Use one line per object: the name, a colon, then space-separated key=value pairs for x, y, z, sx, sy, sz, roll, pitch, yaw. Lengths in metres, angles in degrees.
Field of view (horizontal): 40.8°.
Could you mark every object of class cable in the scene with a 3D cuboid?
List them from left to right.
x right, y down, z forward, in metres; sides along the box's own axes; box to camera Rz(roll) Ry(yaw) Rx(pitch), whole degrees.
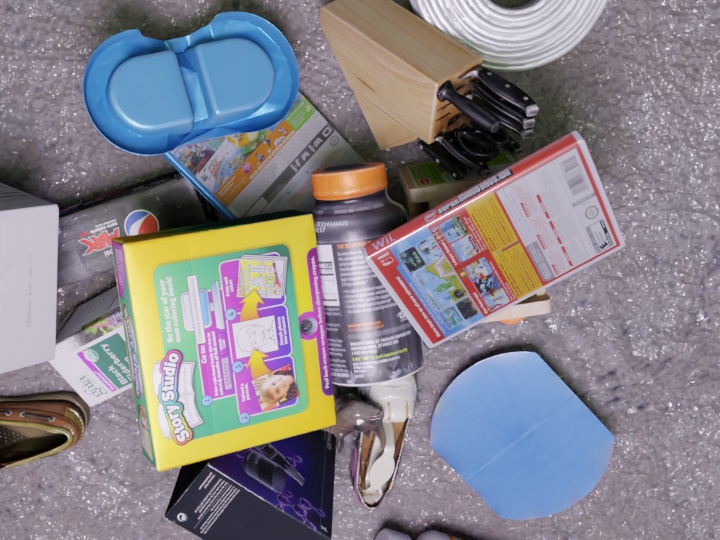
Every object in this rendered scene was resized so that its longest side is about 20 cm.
cable: x=0.141 y=-0.289 z=0.910 sx=0.200 sy=0.069 sz=0.200 roll=-42 pitch=104 yaw=9

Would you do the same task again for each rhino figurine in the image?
rhino figurine: x=-0.049 y=0.117 z=1.008 sx=0.200 sy=0.060 sz=0.088 roll=41 pitch=114 yaw=3

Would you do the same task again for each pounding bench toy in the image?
pounding bench toy: x=0.113 y=-0.015 z=0.923 sx=0.124 sy=0.200 sz=0.157 roll=-8 pitch=106 yaw=-1

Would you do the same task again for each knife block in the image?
knife block: x=0.066 y=-0.178 z=0.879 sx=0.064 sy=0.175 sz=0.201 roll=-33 pitch=103 yaw=-30

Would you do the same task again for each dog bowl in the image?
dog bowl: x=-0.157 y=-0.167 z=0.888 sx=0.199 sy=0.050 sz=0.112 roll=-17 pitch=93 yaw=-22

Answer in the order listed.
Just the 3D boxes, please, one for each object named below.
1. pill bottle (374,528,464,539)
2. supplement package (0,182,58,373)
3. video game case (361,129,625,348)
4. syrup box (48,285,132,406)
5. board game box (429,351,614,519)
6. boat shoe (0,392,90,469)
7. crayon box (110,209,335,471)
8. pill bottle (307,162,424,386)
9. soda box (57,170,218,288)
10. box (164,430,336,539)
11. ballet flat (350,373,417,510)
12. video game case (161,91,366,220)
pill bottle: x=0.107 y=0.358 z=1.081 sx=0.199 sy=0.112 sz=0.112 roll=22 pitch=104 yaw=-9
supplement package: x=-0.396 y=-0.003 z=0.878 sx=0.199 sy=0.150 sz=0.153 roll=19 pitch=111 yaw=35
video game case: x=0.118 y=-0.020 z=0.826 sx=0.199 sy=0.017 sz=0.143 roll=-29 pitch=135 yaw=8
syrup box: x=-0.209 y=0.052 z=0.957 sx=0.199 sy=0.082 sz=0.079 roll=-26 pitch=114 yaw=23
board game box: x=0.175 y=0.179 z=1.071 sx=0.158 sy=0.039 sz=0.200 roll=-42 pitch=99 yaw=14
boat shoe: x=-0.391 y=0.174 z=1.022 sx=0.199 sy=0.068 sz=0.072 roll=-14 pitch=109 yaw=3
crayon box: x=-0.119 y=0.058 z=0.864 sx=0.172 sy=0.058 sz=0.201 roll=-10 pitch=101 yaw=-23
pill bottle: x=0.000 y=0.000 z=0.920 sx=0.106 sy=0.106 sz=0.201 roll=-7 pitch=101 yaw=-1
soda box: x=-0.247 y=-0.040 z=0.968 sx=0.199 sy=0.063 sz=0.071 roll=-18 pitch=107 yaw=3
box: x=-0.101 y=0.201 z=0.974 sx=0.141 sy=0.200 sz=0.079 roll=37 pitch=107 yaw=-13
ballet flat: x=0.027 y=0.167 z=1.040 sx=0.069 sy=0.071 sz=0.201 roll=5 pitch=106 yaw=-11
video game case: x=-0.095 y=-0.113 z=0.946 sx=0.200 sy=0.018 sz=0.143 roll=45 pitch=72 yaw=-14
